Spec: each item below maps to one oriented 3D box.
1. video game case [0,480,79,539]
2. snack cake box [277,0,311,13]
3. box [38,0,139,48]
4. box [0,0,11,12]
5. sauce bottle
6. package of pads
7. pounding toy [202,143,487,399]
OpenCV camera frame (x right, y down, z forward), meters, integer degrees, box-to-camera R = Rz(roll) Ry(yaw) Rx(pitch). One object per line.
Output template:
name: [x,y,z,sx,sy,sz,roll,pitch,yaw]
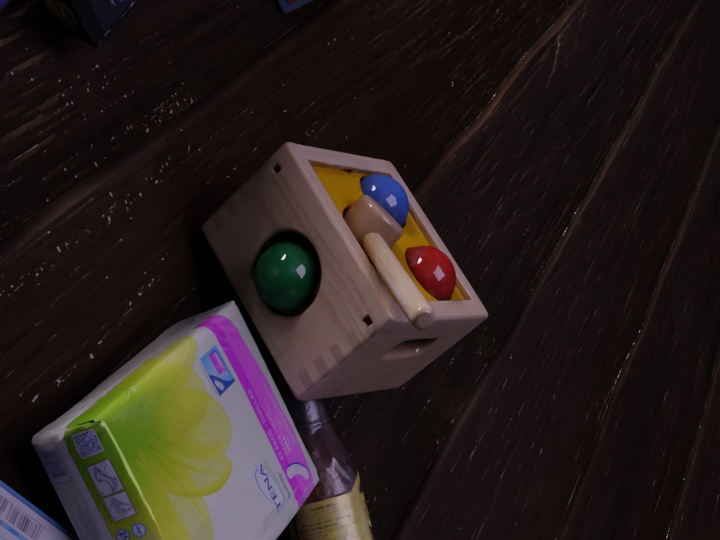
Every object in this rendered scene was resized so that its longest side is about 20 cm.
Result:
video game case: [-0.200,0.238,0.663,0.143,0.018,0.201,49,40,-34]
snack cake box: [0.015,-0.313,1.065,0.068,0.198,0.115,62,34,-14]
box: [-0.161,-0.286,0.781,0.199,0.049,0.201,-54,156,-20]
box: [-0.286,-0.163,0.637,0.148,0.103,0.201,53,38,-29]
sauce bottle: [-0.027,0.178,0.905,0.066,0.065,0.203,-8,84,-57]
package of pads: [-0.113,0.130,0.783,0.156,0.068,0.200,66,27,-10]
pounding toy: [0.000,0.000,0.882,0.199,0.142,0.185,2,52,-59]
